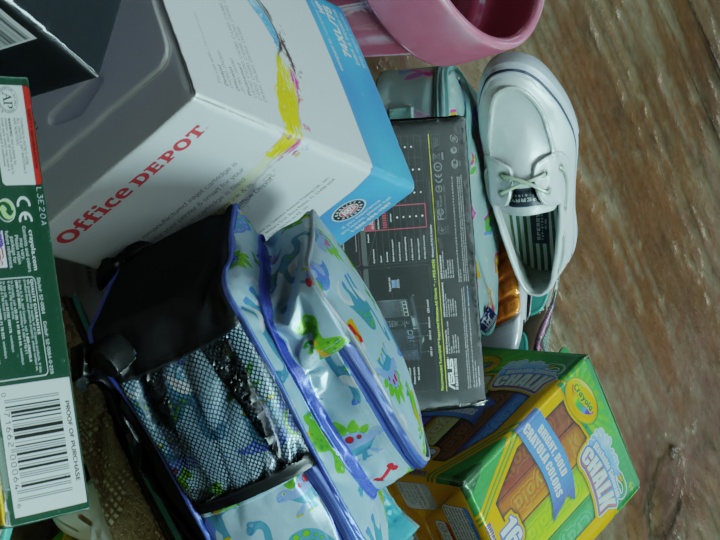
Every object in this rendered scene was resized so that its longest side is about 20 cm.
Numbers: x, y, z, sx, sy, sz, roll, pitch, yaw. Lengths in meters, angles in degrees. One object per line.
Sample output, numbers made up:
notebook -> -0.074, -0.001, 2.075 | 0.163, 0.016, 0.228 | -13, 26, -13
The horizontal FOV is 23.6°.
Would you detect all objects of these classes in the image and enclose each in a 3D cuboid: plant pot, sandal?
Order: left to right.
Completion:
plant pot -> 0.003, -0.225, 1.160 | 0.199, 0.178, 0.202 | 24, 61, -52
sandal -> 0.107, -0.006, 1.401 | 0.059, 0.079, 0.209 | 17, 65, -50

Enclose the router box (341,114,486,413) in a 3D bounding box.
router box -> 0.000, 0.000, 1.167 | 0.148, 0.062, 0.203 | -4, 91, -16

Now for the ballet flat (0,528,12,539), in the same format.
ballet flat -> -0.213, 0.062, 0.920 | 0.070, 0.067, 0.202 | -27, 106, -70

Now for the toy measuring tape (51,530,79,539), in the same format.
toy measuring tape -> -0.125, 0.153, 1.014 | 0.200, 0.073, 0.074 | -45, 118, -52

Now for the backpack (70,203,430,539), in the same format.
backpack -> -0.044, 0.077, 0.921 | 0.183, 0.146, 0.202 | -99, 166, -73

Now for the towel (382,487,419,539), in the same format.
towel -> -0.056, 0.116, 1.058 | 0.201, 0.022, 0.146 | 56, 39, -1

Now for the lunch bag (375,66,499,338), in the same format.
lunch bag -> 0.056, -0.046, 1.302 | 0.160, 0.076, 0.202 | 45, 43, -66

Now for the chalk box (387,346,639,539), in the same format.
chalk box -> 0.117, 0.139, 1.286 | 0.200, 0.123, 0.126 | -41, 116, -31

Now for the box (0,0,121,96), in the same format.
box -> -0.207, -0.151, 0.859 | 0.079, 0.198, 0.143 | 38, 52, -44

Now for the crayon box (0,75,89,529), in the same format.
crayon box -> -0.219, 0.024, 0.819 | 0.058, 0.171, 0.202 | -5, 86, -53

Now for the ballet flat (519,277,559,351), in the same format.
ballet flat -> 0.133, 0.051, 1.447 | 0.071, 0.068, 0.202 | 51, 44, -63

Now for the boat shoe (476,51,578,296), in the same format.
boat shoe -> 0.131, -0.067, 1.295 | 0.067, 0.073, 0.201 | -73, 151, -45

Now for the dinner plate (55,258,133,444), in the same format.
dinner plate -> -0.142, 0.008, 1.076 | 0.199, 0.024, 0.203 | 21, 64, -51

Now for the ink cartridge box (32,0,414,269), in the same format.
ink cartridge box -> -0.099, -0.089, 1.013 | 0.199, 0.146, 0.147 | 18, 43, -51

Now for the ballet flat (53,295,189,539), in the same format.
ballet flat -> -0.149, 0.107, 0.952 | 0.201, 0.065, 0.071 | 60, -10, 27
